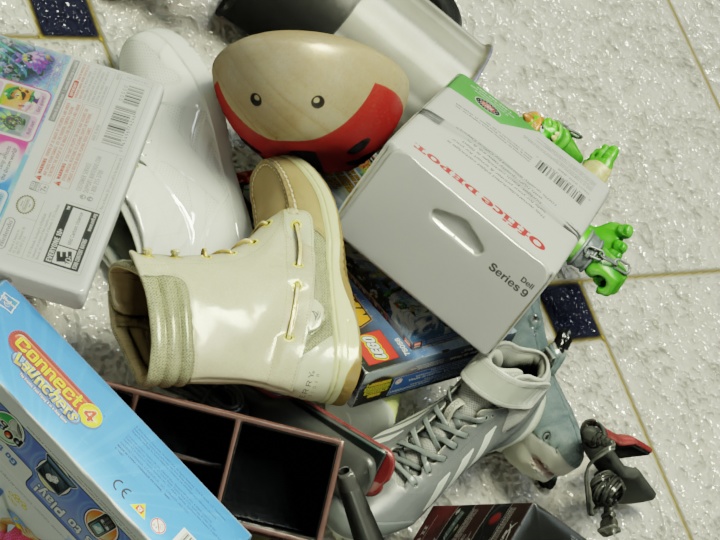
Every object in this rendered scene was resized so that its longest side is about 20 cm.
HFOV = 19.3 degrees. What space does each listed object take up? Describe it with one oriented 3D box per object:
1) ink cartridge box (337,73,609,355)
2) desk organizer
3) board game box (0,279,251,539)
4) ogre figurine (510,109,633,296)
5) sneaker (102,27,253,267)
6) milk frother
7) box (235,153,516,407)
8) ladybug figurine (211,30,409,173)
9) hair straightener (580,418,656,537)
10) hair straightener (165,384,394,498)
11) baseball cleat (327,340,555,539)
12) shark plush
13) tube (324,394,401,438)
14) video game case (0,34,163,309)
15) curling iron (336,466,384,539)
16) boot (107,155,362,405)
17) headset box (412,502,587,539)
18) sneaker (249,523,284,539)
[{"bbox_3d":[0.080,-0.044,1.495,0.146,0.084,0.200,39,25,3],"label":"ink cartridge box"},{"bbox_3d":[-0.113,0.113,1.296,0.199,0.077,0.072,14,84,-4],"label":"desk organizer"},{"bbox_3d":[-0.190,0.135,1.197,0.200,0.196,0.056,47,43,-2],"label":"board game box"},{"bbox_3d":[0.145,-0.066,1.680,0.120,0.098,0.201,26,49,-26],"label":"ogre figurine"},{"bbox_3d":[-0.152,-0.083,1.473,0.115,0.074,0.201,-2,63,-43],"label":"sneaker"},{"bbox_3d":[0.027,-0.223,1.615,0.188,0.200,0.181,38,54,-11],"label":"milk frother"},{"bbox_3d":[0.000,0.000,1.509,0.136,0.040,0.200,-12,52,-35],"label":"box"},{"bbox_3d":[-0.034,-0.113,1.479,0.200,0.135,0.072,33,58,-75],"label":"ladybug figurine"},{"bbox_3d":[0.187,0.152,1.525,0.200,0.041,0.077,46,39,-73],"label":"hair straightener"},{"bbox_3d":[-0.073,0.086,1.384,0.200,0.041,0.077,36,14,13],"label":"hair straightener"},{"bbox_3d":[0.054,0.106,1.448,0.070,0.107,0.200,41,52,21],"label":"baseball cleat"},{"bbox_3d":[0.138,0.075,1.583,0.091,0.083,0.201,30,46,-17],"label":"shark plush"},{"bbox_3d":[0.014,0.032,1.544,0.201,0.052,0.058,-76,150,-45],"label":"tube"},{"bbox_3d":[-0.241,-0.077,1.391,0.181,0.024,0.201,16,49,-1],"label":"video game case"},{"bbox_3d":[0.025,0.210,1.369,0.026,0.049,0.201,-38,117,-38],"label":"curling iron"},{"bbox_3d":[-0.090,-0.002,1.387,0.154,0.072,0.201,4,49,-23],"label":"boot"},{"bbox_3d":[0.113,0.223,1.395,0.148,0.200,0.075,36,74,-11],"label":"headset box"},{"bbox_3d":[-0.084,0.207,1.332,0.088,0.077,0.201,24,40,-10],"label":"sneaker"}]
